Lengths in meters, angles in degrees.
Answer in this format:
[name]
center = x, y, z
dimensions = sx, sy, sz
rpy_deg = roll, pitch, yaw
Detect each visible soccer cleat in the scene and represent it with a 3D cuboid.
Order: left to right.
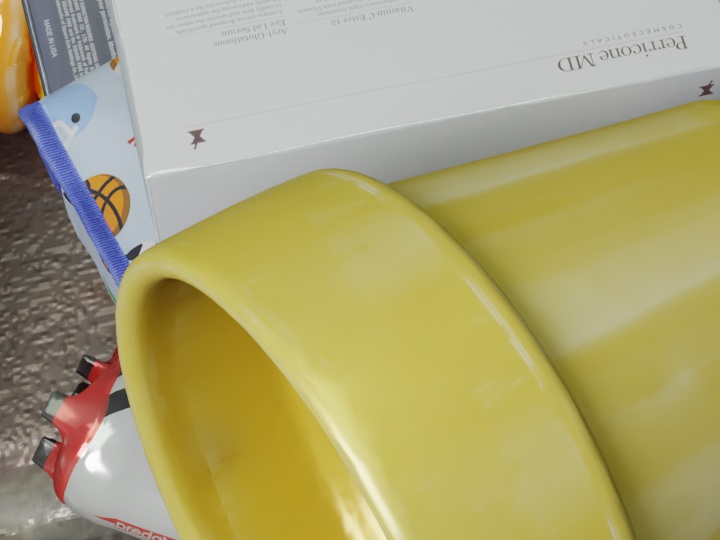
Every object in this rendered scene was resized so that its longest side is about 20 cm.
[soccer cleat]
center = -0.050, 0.025, 1.028
dimensions = 0.085, 0.069, 0.200
rpy_deg = 30, 57, 6

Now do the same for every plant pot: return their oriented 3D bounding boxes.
[plant pot]
center = 0.055, 0.044, 0.775
dimensions = 0.188, 0.202, 0.201
rpy_deg = -28, 53, -21

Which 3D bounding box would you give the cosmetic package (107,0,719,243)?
[cosmetic package]
center = 0.014, -0.097, 0.882
dimensions = 0.198, 0.052, 0.152
rpy_deg = -11, 56, -4

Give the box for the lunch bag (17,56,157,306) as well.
[lunch bag]
center = 0.000, 0.000, 0.926
dimensions = 0.169, 0.124, 0.200
rpy_deg = -32, 58, -5

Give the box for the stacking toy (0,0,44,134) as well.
[stacking toy]
center = -0.108, -0.105, 1.121
dimensions = 0.198, 0.110, 0.117
rpy_deg = 5, 42, 0

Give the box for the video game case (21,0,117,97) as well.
[video game case]
center = -0.033, -0.112, 1.022
dimensions = 0.198, 0.019, 0.144
rpy_deg = -14, 90, -7
